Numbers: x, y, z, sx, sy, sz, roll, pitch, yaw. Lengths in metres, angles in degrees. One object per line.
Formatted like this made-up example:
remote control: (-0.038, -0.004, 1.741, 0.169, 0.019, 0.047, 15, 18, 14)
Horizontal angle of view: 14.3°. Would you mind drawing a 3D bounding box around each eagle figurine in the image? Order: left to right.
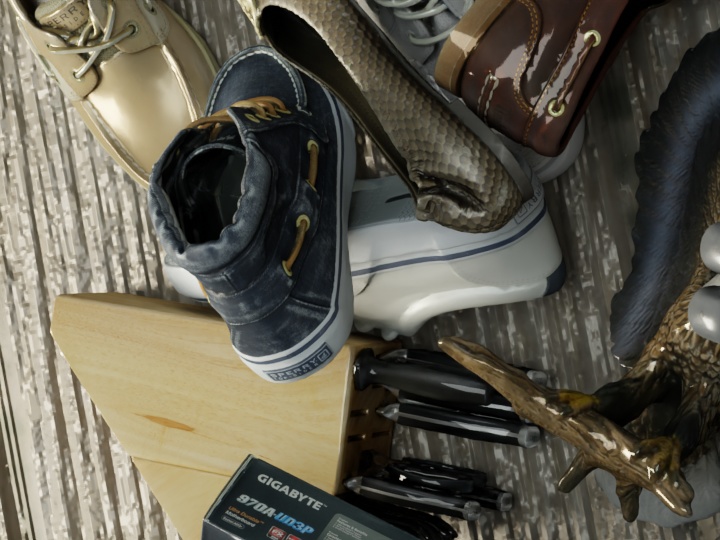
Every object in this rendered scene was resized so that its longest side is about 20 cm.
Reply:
eagle figurine: (0.160, 0.012, 1.224, 0.200, 0.151, 0.152, -50, 115, -20)

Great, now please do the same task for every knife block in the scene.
knife block: (-0.022, 0.050, 1.314, 0.175, 0.064, 0.200, -38, 77, 17)

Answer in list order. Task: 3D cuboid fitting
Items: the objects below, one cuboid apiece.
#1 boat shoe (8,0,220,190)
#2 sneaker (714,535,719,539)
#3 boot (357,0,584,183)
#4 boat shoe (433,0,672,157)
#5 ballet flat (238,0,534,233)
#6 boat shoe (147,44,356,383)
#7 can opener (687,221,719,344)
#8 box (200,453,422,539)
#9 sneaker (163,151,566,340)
boat shoe: (-0.128, -0.116, 1.353, 0.072, 0.065, 0.200, -34, 79, 19)
sneaker: (0.151, 0.130, 1.145, 0.087, 0.076, 0.201, 4, 83, 16)
boot: (0.020, -0.123, 1.278, 0.074, 0.096, 0.200, -39, 77, 17)
boat shoe: (0.118, -0.136, 1.235, 0.070, 0.070, 0.200, 35, 84, 21)
ballet flat: (-0.003, -0.080, 1.247, 0.046, 0.067, 0.200, -41, 61, -7)
boat shoe: (-0.048, -0.051, 1.249, 0.071, 0.091, 0.201, -24, 42, 13)
can opener: (0.228, 0.014, 1.154, 0.067, 0.199, 0.054, 26, 109, 55)
box: (0.020, 0.184, 1.252, 0.200, 0.046, 0.159, 25, 140, 15)
sneaker: (0.000, 0.000, 1.303, 0.200, 0.073, 0.071, -7, 121, 35)
